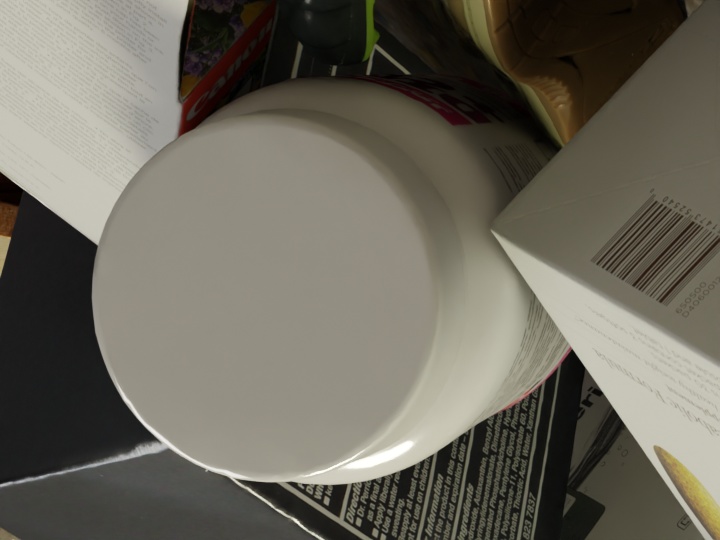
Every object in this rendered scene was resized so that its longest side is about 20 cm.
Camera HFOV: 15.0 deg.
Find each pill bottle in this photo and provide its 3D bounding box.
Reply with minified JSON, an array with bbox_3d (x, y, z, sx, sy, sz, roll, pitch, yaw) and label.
[{"bbox_3d":[0.000,0.000,0.792,0.113,0.113,0.200,44,-167,7],"label":"pill bottle"}]

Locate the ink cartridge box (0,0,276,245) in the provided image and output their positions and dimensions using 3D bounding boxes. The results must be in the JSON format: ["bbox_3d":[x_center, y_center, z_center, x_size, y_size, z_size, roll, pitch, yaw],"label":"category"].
[{"bbox_3d":[-0.081,-0.080,0.791,0.109,0.050,0.200,37,156,8],"label":"ink cartridge box"}]

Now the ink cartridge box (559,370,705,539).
[{"bbox_3d":[0.115,0.105,1.075,0.084,0.146,0.200,50,169,-26],"label":"ink cartridge box"}]

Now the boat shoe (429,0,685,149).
[{"bbox_3d":[0.045,-0.090,0.774,0.063,0.073,0.200,38,169,23],"label":"boat shoe"}]

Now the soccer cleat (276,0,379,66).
[{"bbox_3d":[-0.044,-0.145,0.713,0.068,0.081,0.201,-112,5,-72],"label":"soccer cleat"}]

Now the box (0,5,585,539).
[{"bbox_3d":[-0.024,0.026,0.992,0.123,0.201,0.198,-14,142,38],"label":"box"}]

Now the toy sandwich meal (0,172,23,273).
[{"bbox_3d":[-0.123,-0.022,1.130,0.204,0.071,0.205,13,167,3],"label":"toy sandwich meal"}]

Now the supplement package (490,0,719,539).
[{"bbox_3d":[0.145,0.032,0.750,0.114,0.110,0.200,33,165,50],"label":"supplement package"}]
